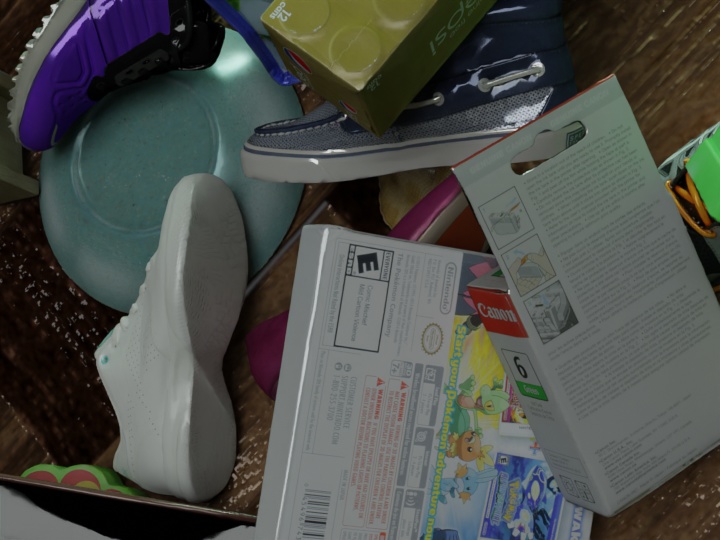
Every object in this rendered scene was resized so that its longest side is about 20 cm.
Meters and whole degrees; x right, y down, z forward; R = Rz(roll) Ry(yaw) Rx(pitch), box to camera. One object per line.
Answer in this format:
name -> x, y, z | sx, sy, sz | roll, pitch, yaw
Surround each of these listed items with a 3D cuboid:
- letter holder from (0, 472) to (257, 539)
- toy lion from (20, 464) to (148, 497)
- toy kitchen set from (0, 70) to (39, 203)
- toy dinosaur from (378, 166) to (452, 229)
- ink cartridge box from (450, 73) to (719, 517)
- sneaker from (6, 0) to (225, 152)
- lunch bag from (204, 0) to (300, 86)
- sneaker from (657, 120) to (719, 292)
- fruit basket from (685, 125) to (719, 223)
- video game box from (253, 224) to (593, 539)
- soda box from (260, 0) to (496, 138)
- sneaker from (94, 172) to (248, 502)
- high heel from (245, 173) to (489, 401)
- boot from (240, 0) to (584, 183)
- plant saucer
letter holder -> -0.154, 0.171, 0.807 | 0.199, 0.142, 0.101 | 8, 78, 8
toy lion -> -0.208, 0.223, 0.901 | 0.191, 0.069, 0.201 | -5, 78, 12
toy kitchen set -> -0.347, -0.127, 0.952 | 0.200, 0.180, 0.164 | -12, 74, 20
toy dinosaur -> 0.056, -0.057, 0.865 | 0.200, 0.058, 0.101 | 32, 108, 19
ink cartridge box -> 0.120, 0.013, 0.746 | 0.109, 0.050, 0.200 | -30, 102, -18
sneaker -> -0.140, -0.144, 0.897 | 0.099, 0.070, 0.200 | 33, 107, -4
lunch bag -> 0.022, -0.219, 0.844 | 0.200, 0.127, 0.170 | -12, 58, 26
sneaker -> 0.212, -0.059, 0.784 | 0.200, 0.077, 0.078 | -42, 70, 11
fruit basket -> 0.252, 0.001, 0.698 | 0.215, 0.156, 0.216 | 2, 107, 6
video game box -> 0.043, 0.087, 0.768 | 0.182, 0.047, 0.201 | 10, 89, -19
soda box -> 0.043, -0.168, 0.724 | 0.068, 0.064, 0.200 | 38, 84, 18
sneaker -> -0.124, 0.039, 0.884 | 0.088, 0.075, 0.201 | 7, 94, 30
high heel -> 0.000, 0.000, 0.842 | 0.200, 0.067, 0.096 | -53, 52, 14
boot -> 0.022, -0.104, 0.800 | 0.199, 0.073, 0.091 | -5, 106, 17
plant saucer -> -0.133, -0.072, 0.937 | 0.200, 0.039, 0.202 | -4, 78, 19
